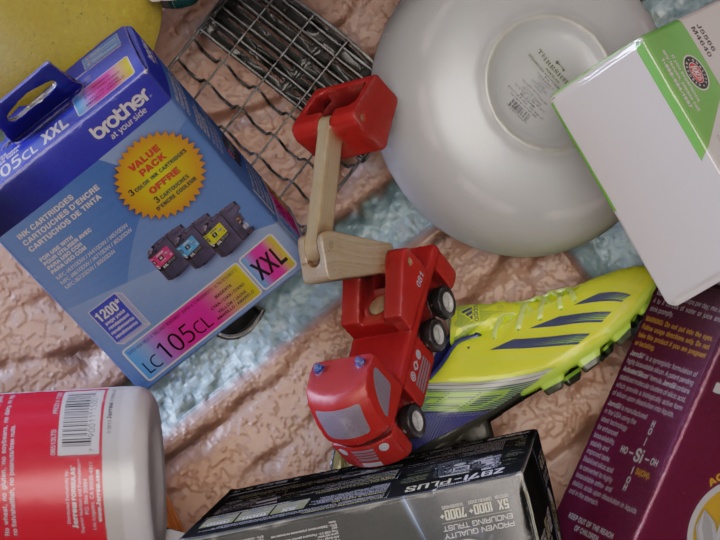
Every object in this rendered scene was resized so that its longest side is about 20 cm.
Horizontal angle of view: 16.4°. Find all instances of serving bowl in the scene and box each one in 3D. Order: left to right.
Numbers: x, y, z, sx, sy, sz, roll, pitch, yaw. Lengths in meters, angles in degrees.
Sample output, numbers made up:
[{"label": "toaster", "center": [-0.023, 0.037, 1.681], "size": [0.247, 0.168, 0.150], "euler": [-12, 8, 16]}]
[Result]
[{"label": "serving bowl", "center": [0.109, -0.111, 1.556], "size": [0.198, 0.066, 0.202], "euler": [1, 85, -13]}]

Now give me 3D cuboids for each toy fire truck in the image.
[{"label": "toy fire truck", "center": [0.000, 0.000, 1.494], "size": [0.048, 0.141, 0.201], "euler": [-11, 45, 32]}]

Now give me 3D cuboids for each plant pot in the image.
[{"label": "plant pot", "center": [-0.207, -0.152, 1.542], "size": [0.141, 0.200, 0.201], "euler": [25, 88, -21]}]

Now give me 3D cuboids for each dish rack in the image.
[{"label": "dish rack", "center": [-0.078, -0.075, 1.589], "size": [0.153, 0.055, 0.200], "euler": [38, 87, 1]}]

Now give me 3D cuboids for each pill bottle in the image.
[{"label": "pill bottle", "center": [-0.219, 0.129, 1.483], "size": [0.198, 0.112, 0.113], "euler": [-3, 87, 2]}]

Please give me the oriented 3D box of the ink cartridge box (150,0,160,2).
[{"label": "ink cartridge box", "center": [-0.024, -0.229, 1.503], "size": [0.199, 0.146, 0.087], "euler": [-19, 103, -31]}]

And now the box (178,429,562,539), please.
[{"label": "box", "center": [0.012, 0.162, 1.443], "size": [0.198, 0.164, 0.087], "euler": [-12, 93, 7]}]

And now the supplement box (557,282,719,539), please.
[{"label": "supplement box", "center": [0.217, 0.120, 1.528], "size": [0.130, 0.103, 0.201], "euler": [24, 88, -23]}]

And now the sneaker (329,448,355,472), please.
[{"label": "sneaker", "center": [0.043, 0.179, 1.555], "size": [0.088, 0.077, 0.201], "euler": [-18, 95, 17]}]

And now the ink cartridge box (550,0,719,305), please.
[{"label": "ink cartridge box", "center": [0.227, -0.086, 1.508], "size": [0.084, 0.200, 0.146], "euler": [-33, 87, 41]}]

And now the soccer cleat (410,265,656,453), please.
[{"label": "soccer cleat", "center": [0.098, 0.045, 1.574], "size": [0.199, 0.065, 0.084], "euler": [-33, 83, -1]}]

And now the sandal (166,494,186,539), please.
[{"label": "sandal", "center": [-0.098, 0.169, 1.563], "size": [0.059, 0.079, 0.208], "euler": [-26, 85, 2]}]

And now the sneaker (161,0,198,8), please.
[{"label": "sneaker", "center": [-0.082, -0.261, 1.588], "size": [0.079, 0.071, 0.202], "euler": [11, 86, 6]}]

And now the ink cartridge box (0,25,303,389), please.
[{"label": "ink cartridge box", "center": [-0.144, -0.046, 1.479], "size": [0.136, 0.076, 0.200], "euler": [-38, 119, 5]}]
